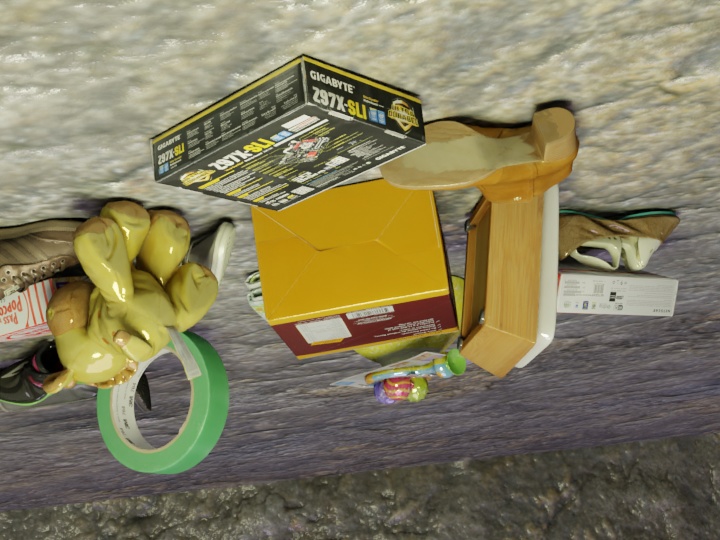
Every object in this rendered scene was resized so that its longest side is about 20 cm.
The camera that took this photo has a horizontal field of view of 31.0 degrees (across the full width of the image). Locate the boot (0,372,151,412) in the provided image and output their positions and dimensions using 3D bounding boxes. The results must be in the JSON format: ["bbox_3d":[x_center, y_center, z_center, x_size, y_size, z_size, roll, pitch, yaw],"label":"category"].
[{"bbox_3d":[-0.432,0.185,1.963,0.199,0.073,0.182,-17,149,6],"label":"boot"}]

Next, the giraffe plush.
[{"bbox_3d":[-0.253,0.048,1.336,0.162,0.201,0.172,-31,156,34],"label":"giraffe plush"}]

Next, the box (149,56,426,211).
[{"bbox_3d":[-0.065,-0.117,1.173,0.200,0.050,0.159,-22,157,38],"label":"box"}]

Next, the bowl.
[{"bbox_3d":[0.062,0.086,1.817,0.199,0.108,0.200,-7,164,-2],"label":"bowl"}]

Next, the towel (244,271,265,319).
[{"bbox_3d":[-0.034,0.042,1.665,0.170,0.048,0.200,-13,150,19],"label":"towel"}]

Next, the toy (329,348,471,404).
[{"bbox_3d":[0.065,0.153,1.766,0.115,0.047,0.200,8,156,-40],"label":"toy"}]

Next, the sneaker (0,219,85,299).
[{"bbox_3d":[-0.358,-0.005,1.352,0.199,0.076,0.070,-4,163,-14],"label":"sneaker"}]

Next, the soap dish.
[{"bbox_3d":[0.163,0.003,1.444,0.081,0.201,0.157,7,162,-6],"label":"soap dish"}]

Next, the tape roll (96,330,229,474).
[{"bbox_3d":[-0.273,0.178,1.787,0.200,0.201,0.048,-17,161,28],"label":"tape roll"}]

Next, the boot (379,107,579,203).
[{"bbox_3d":[0.121,-0.097,1.289,0.200,0.071,0.144,-14,161,0],"label":"boot"}]

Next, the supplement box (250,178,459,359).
[{"bbox_3d":[0.000,0.000,1.447,0.196,0.133,0.200,-10,164,4],"label":"supplement box"}]

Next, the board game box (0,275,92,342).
[{"bbox_3d":[-0.341,0.041,1.490,0.151,0.047,0.200,-16,175,27],"label":"board game box"}]

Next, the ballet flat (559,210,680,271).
[{"bbox_3d":[0.314,-0.034,1.599,0.199,0.073,0.068,0,160,-29],"label":"ballet flat"}]

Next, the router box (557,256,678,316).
[{"bbox_3d":[0.268,0.014,1.645,0.199,0.049,0.179,3,-171,-32],"label":"router box"}]

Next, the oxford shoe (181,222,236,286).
[{"bbox_3d":[-0.182,-0.002,1.475,0.058,0.075,0.200,24,156,-8],"label":"oxford shoe"}]

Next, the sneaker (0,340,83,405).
[{"bbox_3d":[-0.436,0.131,1.807,0.199,0.077,0.084,-19,144,22],"label":"sneaker"}]
